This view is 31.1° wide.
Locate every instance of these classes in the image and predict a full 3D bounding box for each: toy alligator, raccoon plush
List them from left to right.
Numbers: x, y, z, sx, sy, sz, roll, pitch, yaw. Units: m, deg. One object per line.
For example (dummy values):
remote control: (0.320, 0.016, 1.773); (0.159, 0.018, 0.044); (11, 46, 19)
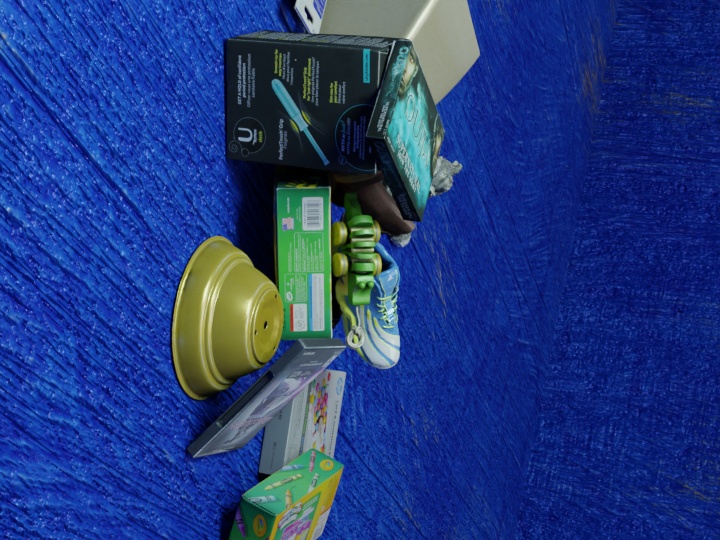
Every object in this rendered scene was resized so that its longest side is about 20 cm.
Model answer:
toy alligator: (0.000, 0.000, 1.640); (0.054, 0.059, 0.202); (175, -86, -66)
raccoon plush: (0.109, -0.123, 2.168); (0.201, 0.133, 0.097); (67, 33, -54)

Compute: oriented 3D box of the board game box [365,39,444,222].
board game box: (0.058, -0.166, 1.573); (0.200, 0.028, 0.136); (60, 41, -60)

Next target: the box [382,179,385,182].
box: (-0.028, -0.186, 1.800); (0.200, 0.109, 0.035); (58, 43, -61)

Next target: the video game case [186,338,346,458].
video game case: (-0.114, 0.157, 1.612); (0.200, 0.019, 0.143); (-45, 165, 12)

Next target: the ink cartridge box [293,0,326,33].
ink cartridge box: (-0.064, -0.414, 1.737); (0.095, 0.037, 0.202); (54, 44, -64)

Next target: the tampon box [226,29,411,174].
tampon box: (-0.051, -0.211, 1.592); (0.126, 0.198, 0.151); (-35, 130, -65)

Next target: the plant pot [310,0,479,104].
plant pot: (0.031, -0.319, 1.829); (0.178, 0.198, 0.201); (-62, 153, -23)

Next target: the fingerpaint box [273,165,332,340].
fingerpaint box: (-0.077, -0.032, 1.684); (0.167, 0.073, 0.202); (-102, -169, -71)

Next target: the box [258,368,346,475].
box: (-0.082, 0.217, 1.878); (0.200, 0.041, 0.158); (23, 75, -71)

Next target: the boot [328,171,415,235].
boot: (0.023, -0.110, 1.785); (0.166, 0.199, 0.073); (38, 74, -28)

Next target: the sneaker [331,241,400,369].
sneaker: (0.016, 0.040, 1.725); (0.075, 0.105, 0.202); (-26, 100, -23)

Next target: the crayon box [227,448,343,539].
crayon box: (-0.104, 0.333, 1.754); (0.200, 0.058, 0.120); (-23, 135, -62)

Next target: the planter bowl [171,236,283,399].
planter bowl: (-0.147, 0.062, 1.579); (0.200, 0.083, 0.203); (6, 90, -71)

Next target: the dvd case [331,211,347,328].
dvd case: (-0.032, 0.004, 1.868); (0.200, 0.024, 0.152); (119, -20, -84)
